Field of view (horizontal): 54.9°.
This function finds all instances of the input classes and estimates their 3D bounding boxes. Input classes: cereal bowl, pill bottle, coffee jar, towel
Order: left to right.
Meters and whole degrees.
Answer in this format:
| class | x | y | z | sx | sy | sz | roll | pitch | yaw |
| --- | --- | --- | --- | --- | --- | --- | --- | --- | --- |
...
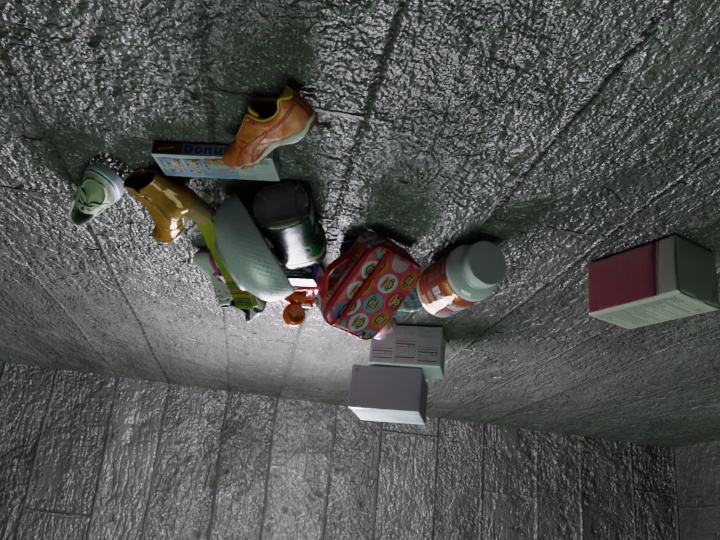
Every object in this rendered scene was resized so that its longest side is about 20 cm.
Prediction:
| class | x | y | z | sx | sy | sz | roll | pitch | yaw |
| --- | --- | --- | --- | --- | --- | --- | --- | --- | --- |
| towel | -0.261 | -0.017 | 1.331 | 0.018 | 0.203 | 0.085 | -32 | -164 | -34 |
| cereal bowl | -0.200 | -0.028 | 1.228 | 0.082 | 0.202 | 0.201 | -31 | 158 | -4 |
| coffee jar | -0.121 | -0.075 | 1.246 | 0.102 | 0.087 | 0.201 | -12 | 157 | 2 |
| pill bottle | 0.199 | 0.015 | 1.364 | 0.110 | 0.115 | 0.200 | 12 | 158 | -18 |

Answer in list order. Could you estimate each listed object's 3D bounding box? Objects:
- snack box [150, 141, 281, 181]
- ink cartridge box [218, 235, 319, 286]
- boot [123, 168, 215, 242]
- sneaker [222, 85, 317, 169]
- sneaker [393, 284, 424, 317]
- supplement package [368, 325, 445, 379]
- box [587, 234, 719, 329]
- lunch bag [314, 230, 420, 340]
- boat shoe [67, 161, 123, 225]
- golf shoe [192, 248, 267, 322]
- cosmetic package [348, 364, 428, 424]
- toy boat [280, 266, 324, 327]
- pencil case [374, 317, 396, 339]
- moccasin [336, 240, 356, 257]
| class | x | y | z | sx | sy | sz | roll | pitch | yaw |
| --- | --- | --- | --- | --- | --- | --- | --- | --- | --- |
| snack box | -0.229 | -0.174 | 1.111 | 0.195 | 0.025 | 0.072 | 4 | 160 | 6 |
| ink cartridge box | -0.181 | -0.022 | 1.395 | 0.195 | 0.096 | 0.044 | 2 | 160 | 10 |
| boot | -0.366 | -0.121 | 1.247 | 0.199 | 0.072 | 0.143 | -12 | 144 | 45 |
| sneaker | -0.140 | -0.203 | 0.976 | 0.077 | 0.074 | 0.198 | 43 | 139 | -24 |
| sneaker | 0.063 | 0.076 | 1.560 | 0.196 | 0.079 | 0.091 | -11 | 166 | -24 |
| supplement package | 0.135 | 0.228 | 1.940 | 0.195 | 0.113 | 0.156 | 2 | 159 | 12 |
| box | 0.546 | 0.027 | 1.305 | 0.126 | 0.111 | 0.199 | 18 | 156 | -28 |
| lunch bag | 0.006 | 0.025 | 1.355 | 0.175 | 0.201 | 0.082 | 27 | -164 | -37 |
| boat shoe | -0.468 | -0.126 | 1.220 | 0.072 | 0.063 | 0.199 | 38 | 151 | -14 |
| golf shoe | -0.289 | 0.029 | 1.492 | 0.198 | 0.093 | 0.073 | 33 | 156 | 9 |
| cosmetic package | 0.082 | 0.351 | 1.946 | 0.195 | 0.126 | 0.201 | 2 | 157 | 12 |
| toy boat | -0.144 | 0.060 | 1.547 | 0.127 | 0.134 | 0.201 | 3 | 159 | 6 |
| pencil case | 0.027 | 0.103 | 1.690 | 0.086 | 0.089 | 0.200 | -2 | 159 | 21 |
| moccasin | 0.000 | 0.000 | 1.440 | 0.079 | 0.070 | 0.201 | 1 | 159 | 12 |
